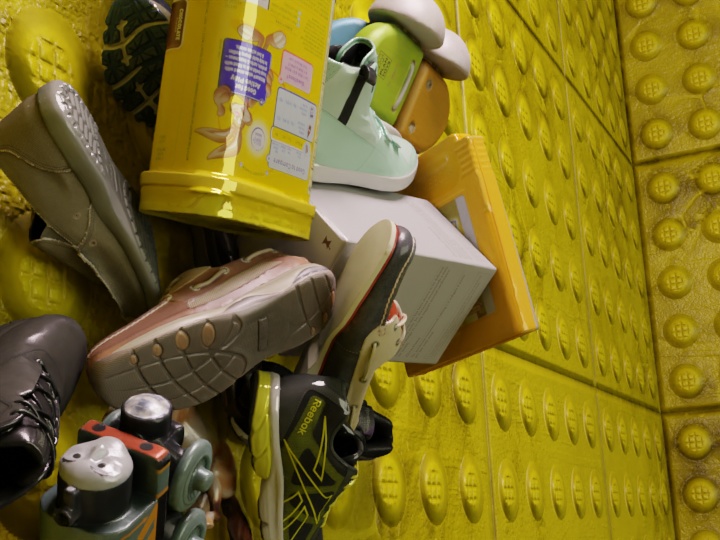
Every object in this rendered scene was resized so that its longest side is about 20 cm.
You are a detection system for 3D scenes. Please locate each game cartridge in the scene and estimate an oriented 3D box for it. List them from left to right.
[{"bbox_3d":[0.079,-0.013,1.000,0.032,0.176,0.202,-7,76,-38],"label":"game cartridge"}]

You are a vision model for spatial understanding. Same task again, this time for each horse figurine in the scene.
[{"bbox_3d":[-0.128,0.137,0.758,0.201,0.050,0.133,63,8,-16],"label":"horse figurine"}]

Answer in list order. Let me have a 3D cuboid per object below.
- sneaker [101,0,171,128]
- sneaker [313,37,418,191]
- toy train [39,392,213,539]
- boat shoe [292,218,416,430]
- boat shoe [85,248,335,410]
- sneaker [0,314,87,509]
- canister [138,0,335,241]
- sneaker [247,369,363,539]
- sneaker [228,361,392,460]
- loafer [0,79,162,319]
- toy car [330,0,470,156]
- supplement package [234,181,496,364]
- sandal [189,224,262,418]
[{"bbox_3d":[-0.144,-0.151,0.832,0.201,0.076,0.086,64,19,-45],"label":"sneaker"},{"bbox_3d":[0.010,-0.138,0.898,0.200,0.073,0.119,-6,123,-59],"label":"sneaker"},{"bbox_3d":[-0.149,0.177,0.626,0.114,0.084,0.202,-44,148,-60],"label":"toy train"},{"bbox_3d":[0.001,0.048,0.788,0.071,0.062,0.201,-86,-161,-56],"label":"boat shoe"},{"bbox_3d":[-0.108,0.037,0.721,0.199,0.072,0.076,-21,133,-40],"label":"boat shoe"},{"bbox_3d":[-0.203,0.093,0.588,0.076,0.090,0.201,64,29,-26],"label":"sneaker"},{"bbox_3d":[-0.085,-0.132,0.755,0.148,0.086,0.203,13,84,-60],"label":"canister"},{"bbox_3d":[-0.037,0.164,0.790,0.075,0.084,0.202,-92,176,-55],"label":"sneaker"},{"bbox_3d":[-0.037,0.123,0.906,0.200,0.087,0.077,35,53,-55],"label":"sneaker"},{"bbox_3d":[-0.191,-0.038,0.700,0.076,0.069,0.201,-109,180,-48],"label":"loafer"},{"bbox_3d":[0.014,-0.196,1.079,0.200,0.149,0.177,29,84,-62],"label":"toy car"},{"bbox_3d":[0.000,0.000,0.906,0.199,0.118,0.117,9,31,-46],"label":"supplement package"},{"bbox_3d":[-0.122,0.028,0.818,0.082,0.054,0.202,57,15,-65],"label":"sandal"}]
